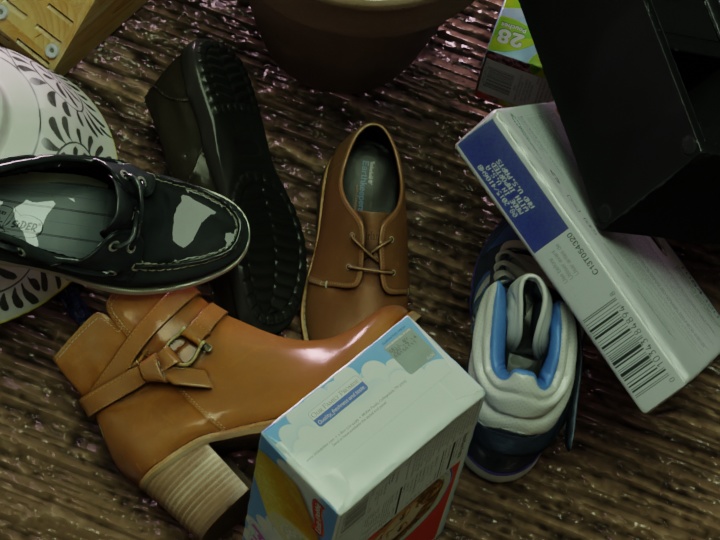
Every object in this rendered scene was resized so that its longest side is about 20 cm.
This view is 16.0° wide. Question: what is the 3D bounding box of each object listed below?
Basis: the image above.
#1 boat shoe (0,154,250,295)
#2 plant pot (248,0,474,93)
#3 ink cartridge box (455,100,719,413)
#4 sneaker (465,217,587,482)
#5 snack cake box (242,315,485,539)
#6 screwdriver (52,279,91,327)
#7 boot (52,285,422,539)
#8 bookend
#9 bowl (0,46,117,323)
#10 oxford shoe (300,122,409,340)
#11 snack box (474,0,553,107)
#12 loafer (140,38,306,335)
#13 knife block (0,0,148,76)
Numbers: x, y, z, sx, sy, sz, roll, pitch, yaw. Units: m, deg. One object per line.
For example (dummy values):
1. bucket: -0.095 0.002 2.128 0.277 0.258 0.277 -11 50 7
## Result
1. boat shoe: -0.159 -0.033 1.517 0.198 0.066 0.075 11 75 -11
2. plant pot: -0.008 -0.208 1.675 0.199 0.175 0.202 3 61 -6
3. ink cartridge box: 0.148 -0.014 1.587 0.043 0.200 0.197 -37 85 15
4. sneaker: 0.109 0.020 1.581 0.080 0.147 0.201 14 61 0
5. snack cake box: -0.002 0.124 1.480 0.115 0.200 0.067 -39 72 -24
6. screwdriver: -0.163 0.045 1.604 0.029 0.028 0.201 -35 70 8
7. boot: -0.076 0.048 1.559 0.200 0.074 0.155 -39 73 -11
8. bookend: 0.214 -0.123 1.594 0.199 0.092 0.200 6 56 -41
9. bowl: -0.256 -0.072 1.596 0.199 0.094 0.202 -3 62 5
10. oxford shoe: 0.000 0.000 1.622 0.071 0.071 0.201 1 67 -10
11. snack box: 0.197 -0.167 1.740 0.199 0.068 0.170 19 63 4
12. loafer: -0.090 -0.046 1.645 0.073 0.071 0.201 10 61 -50
13. knife block: -0.148 -0.228 1.743 0.064 0.175 0.201 38 108 15
